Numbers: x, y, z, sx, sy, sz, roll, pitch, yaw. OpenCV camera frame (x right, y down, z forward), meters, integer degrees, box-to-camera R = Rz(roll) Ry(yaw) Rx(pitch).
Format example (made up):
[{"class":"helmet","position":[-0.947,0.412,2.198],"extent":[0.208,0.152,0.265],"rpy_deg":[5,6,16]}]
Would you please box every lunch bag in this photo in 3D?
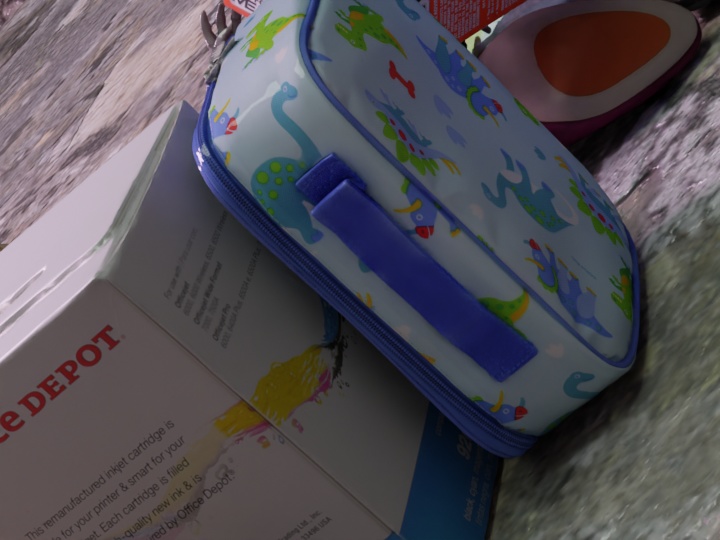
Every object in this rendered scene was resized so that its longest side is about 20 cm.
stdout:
[{"class":"lunch bag","position":[0.024,-0.028,1.076],"extent":[0.082,0.200,0.161],"rpy_deg":[-41,18,21]}]

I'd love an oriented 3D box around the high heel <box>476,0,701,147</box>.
[{"class":"high heel","position":[0.078,-0.072,1.301],"extent":[0.199,0.096,0.068],"rpy_deg":[-19,65,10]}]

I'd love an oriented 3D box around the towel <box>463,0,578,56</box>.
[{"class":"towel","position":[0.095,-0.188,1.392],"extent":[0.200,0.048,0.171],"rpy_deg":[-39,48,6]}]

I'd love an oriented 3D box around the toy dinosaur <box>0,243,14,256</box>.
[{"class":"toy dinosaur","position":[-0.062,0.014,1.175],"extent":[0.106,0.200,0.060],"rpy_deg":[-46,38,7]}]

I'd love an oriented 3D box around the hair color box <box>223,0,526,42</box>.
[{"class":"hair color box","position":[0.040,-0.173,1.277],"extent":[0.111,0.064,0.200],"rpy_deg":[32,49,33]}]

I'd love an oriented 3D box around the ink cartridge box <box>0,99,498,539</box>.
[{"class":"ink cartridge box","position":[-0.065,0.066,1.082],"extent":[0.147,0.200,0.145],"rpy_deg":[-38,19,28]}]

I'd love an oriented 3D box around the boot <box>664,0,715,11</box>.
[{"class":"boot","position":[0.179,-0.223,1.258],"extent":[0.200,0.131,0.068],"rpy_deg":[-40,18,24]}]

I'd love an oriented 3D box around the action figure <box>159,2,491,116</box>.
[{"class":"action figure","position":[-0.027,-0.108,1.337],"extent":[0.200,0.102,0.119],"rpy_deg":[-29,2,43]}]
